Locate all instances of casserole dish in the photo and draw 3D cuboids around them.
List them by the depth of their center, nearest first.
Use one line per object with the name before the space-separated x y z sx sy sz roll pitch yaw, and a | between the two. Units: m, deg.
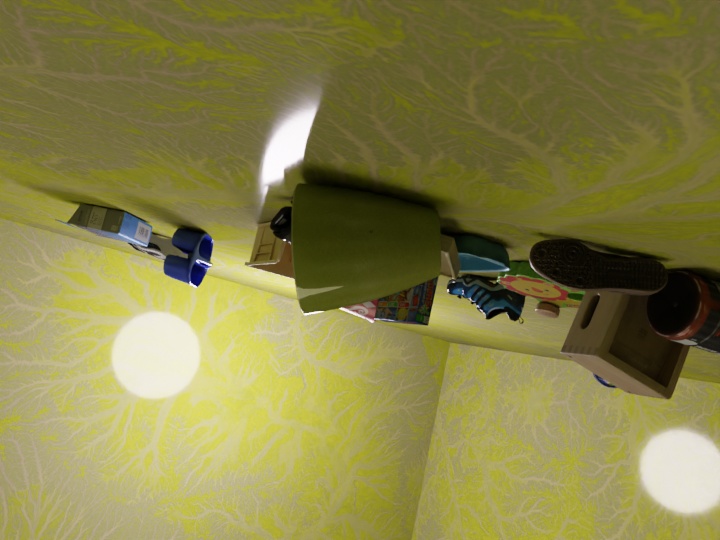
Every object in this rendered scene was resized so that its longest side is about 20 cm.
casserole dish | 0.173 -0.030 1.138 0.120 0.039 0.199 17 170 -29

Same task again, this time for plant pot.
plant pot | 0.014 -0.036 0.943 0.198 0.189 0.187 -3 171 4

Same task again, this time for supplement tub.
supplement tub | 0.549 0.074 1.010 0.198 0.108 0.107 16 172 -20

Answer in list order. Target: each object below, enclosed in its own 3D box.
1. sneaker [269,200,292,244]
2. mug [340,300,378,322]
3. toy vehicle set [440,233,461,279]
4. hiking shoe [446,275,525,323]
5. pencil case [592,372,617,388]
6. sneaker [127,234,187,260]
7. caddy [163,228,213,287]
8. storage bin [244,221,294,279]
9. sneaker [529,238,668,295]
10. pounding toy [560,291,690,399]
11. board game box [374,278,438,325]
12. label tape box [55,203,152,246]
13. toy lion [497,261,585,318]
sneaker | -0.084 -0.074 1.146 0.114 0.077 0.199 34 -168 7
mug | -0.032 0.018 1.629 0.198 0.179 0.134 18 -152 -11
toy vehicle set | 0.063 -0.046 1.075 0.198 0.027 0.124 19 165 19
hiking shoe | 0.269 0.062 1.446 0.199 0.088 0.074 5 169 44
pencil case | 0.486 0.130 1.253 0.077 0.201 0.087 -8 122 29
sneaker | -0.627 -0.073 2.047 0.199 0.074 0.111 30 166 -39
caddy | -0.445 -0.032 1.755 0.104 0.143 0.200 18 173 -1
storage bin | -0.110 -0.031 1.384 0.199 0.095 0.198 17 171 -28
sneaker | 0.344 0.004 0.977 0.198 0.071 0.076 13 173 5
pounding toy | 0.460 0.093 1.112 0.183 0.201 0.142 30 168 -14
board game box | 0.101 0.049 1.456 0.034 0.137 0.200 16 172 -23
label tape box | -0.681 -0.126 1.752 0.198 0.067 0.143 14 172 15
toy lion | 0.363 0.032 1.223 0.199 0.069 0.191 5 161 45
